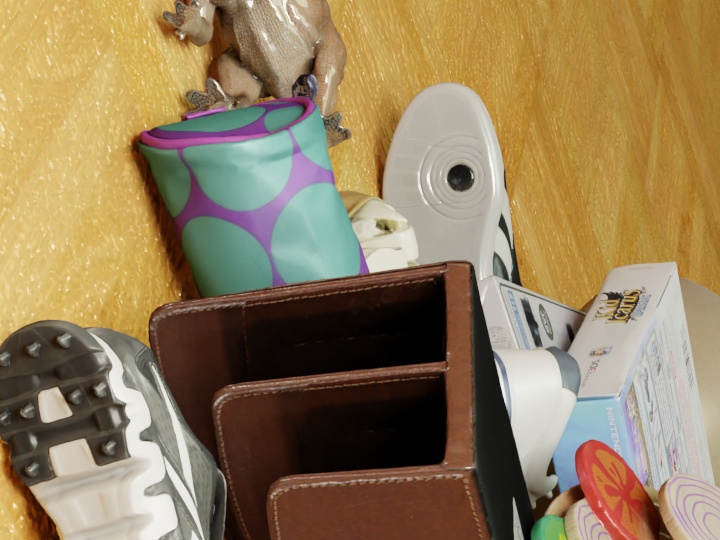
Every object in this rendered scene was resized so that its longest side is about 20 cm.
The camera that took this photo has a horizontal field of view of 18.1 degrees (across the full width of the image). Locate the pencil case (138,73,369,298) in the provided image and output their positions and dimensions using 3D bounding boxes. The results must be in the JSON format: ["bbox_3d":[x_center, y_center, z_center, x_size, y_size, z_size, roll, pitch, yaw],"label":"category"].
[{"bbox_3d":[-0.032,0.019,1.026,0.092,0.085,0.201,-139,-149,-72],"label":"pencil case"}]

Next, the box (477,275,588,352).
[{"bbox_3d":[0.060,0.061,1.213,0.061,0.116,0.200,71,15,13],"label":"box"}]

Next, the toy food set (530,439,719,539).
[{"bbox_3d":[0.155,0.161,0.984,0.199,0.049,0.199,17,35,-34],"label":"toy food set"}]

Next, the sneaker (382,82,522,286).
[{"bbox_3d":[0.063,-0.013,1.371,0.112,0.072,0.202,-17,102,-75],"label":"sneaker"}]

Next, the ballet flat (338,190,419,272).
[{"bbox_3d":[0.000,0.000,1.168,0.200,0.063,0.069,-49,124,-68],"label":"ballet flat"}]

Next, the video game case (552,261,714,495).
[{"bbox_3d":[0.151,0.122,1.202,0.181,0.045,0.201,-53,134,-64],"label":"video game case"}]

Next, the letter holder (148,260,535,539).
[{"bbox_3d":[-0.007,0.104,0.922,0.201,0.141,0.101,73,14,-48],"label":"letter holder"}]

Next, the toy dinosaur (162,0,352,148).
[{"bbox_3d":[-0.041,-0.128,1.111,0.136,0.085,0.201,-72,151,-69],"label":"toy dinosaur"}]

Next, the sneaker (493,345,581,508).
[{"bbox_3d":[0.059,0.106,1.097,0.200,0.070,0.073,110,-28,-55],"label":"sneaker"}]

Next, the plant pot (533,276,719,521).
[{"bbox_3d":[0.174,0.120,1.463,0.134,0.200,0.202,-29,109,-34],"label":"plant pot"}]

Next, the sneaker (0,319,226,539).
[{"bbox_3d":[-0.078,0.112,0.854,0.090,0.066,0.201,-17,92,-69],"label":"sneaker"}]
